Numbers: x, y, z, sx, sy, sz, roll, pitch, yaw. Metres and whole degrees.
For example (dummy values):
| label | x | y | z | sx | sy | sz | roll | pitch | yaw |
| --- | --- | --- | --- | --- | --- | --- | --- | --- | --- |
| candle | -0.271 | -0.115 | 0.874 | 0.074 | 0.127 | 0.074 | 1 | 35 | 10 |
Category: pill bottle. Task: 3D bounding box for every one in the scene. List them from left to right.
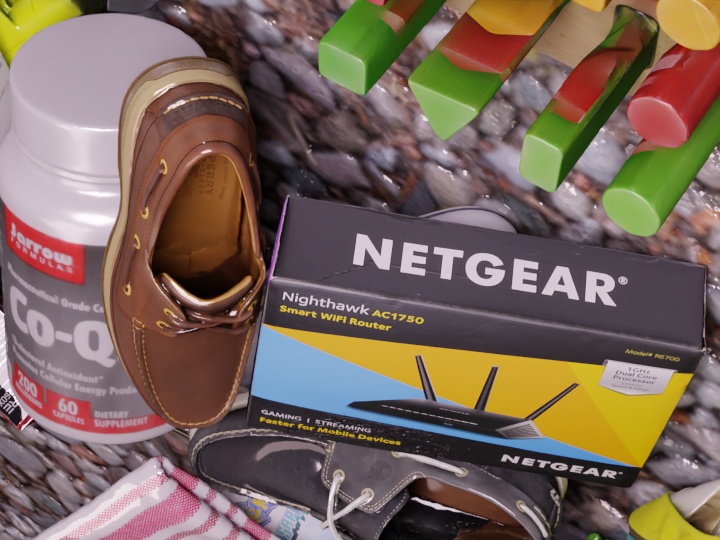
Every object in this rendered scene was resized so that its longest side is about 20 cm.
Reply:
| label | x | y | z | sx | sy | sz | roll | pitch | yaw |
| --- | --- | --- | --- | --- | --- | --- | --- | --- | --- |
| pill bottle | -0.125 | -0.020 | 1.048 | 0.114 | 0.114 | 0.200 | 25 | 135 | 22 |

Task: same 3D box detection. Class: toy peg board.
| label | x | y | z | sx | sy | sz | roll | pitch | yaw |
| --- | --- | --- | --- | --- | --- | --- | --- | --- | --- |
| toy peg board | 0.075 | -0.120 | 0.777 | 0.200 | 0.098 | 0.199 | 28 | 150 | 17 |

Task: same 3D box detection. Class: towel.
| label | x | y | z | sx | sy | sz | roll | pitch | yaw |
| --- | --- | --- | --- | --- | --- | --- | --- | --- | --- |
| towel | -0.090 | 0.193 | 1.136 | 0.146 | 0.030 | 0.200 | -38 | 118 | 25 |

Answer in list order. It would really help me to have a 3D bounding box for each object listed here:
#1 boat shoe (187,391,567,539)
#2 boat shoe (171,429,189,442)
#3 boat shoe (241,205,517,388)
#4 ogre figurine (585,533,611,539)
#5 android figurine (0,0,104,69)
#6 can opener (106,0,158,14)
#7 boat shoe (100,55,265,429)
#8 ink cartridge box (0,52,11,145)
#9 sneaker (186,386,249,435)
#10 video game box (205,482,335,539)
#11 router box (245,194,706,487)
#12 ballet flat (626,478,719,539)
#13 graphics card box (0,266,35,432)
| label | x | y | z | sx | sy | sz | roll | pitch | yaw |
| --- | --- | --- | --- | --- | --- | --- | --- | --- | --- |
| boat shoe | 0.004 | 0.109 | 1.073 | 0.200 | 0.068 | 0.072 | 11 | 129 | 7 |
| boat shoe | -0.095 | 0.072 | 1.267 | 0.200 | 0.076 | 0.074 | 43 | 178 | 11 |
| boat shoe | 0.000 | 0.000 | 1.059 | 0.200 | 0.065 | 0.074 | -24 | 138 | 38 |
| ogre figurine | 0.140 | 0.199 | 1.093 | 0.120 | 0.200 | 0.098 | 10 | 130 | -33 |
| android figurine | -0.192 | -0.084 | 1.110 | 0.200 | 0.041 | 0.182 | -30 | 118 | 34 |
| can opener | -0.106 | -0.188 | 0.946 | 0.066 | 0.053 | 0.200 | 5 | 155 | -12 |
| boat shoe | -0.079 | 0.001 | 0.959 | 0.068 | 0.072 | 0.200 | -114 | 23 | -48 |
| ink cartridge box | -0.271 | -0.121 | 1.010 | 0.147 | 0.086 | 0.200 | -6 | 129 | 22 |
| sneaker | -0.079 | 0.020 | 1.194 | 0.200 | 0.093 | 0.070 | 64 | -175 | 1 |
| video game box | -0.013 | 0.174 | 1.182 | 0.182 | 0.047 | 0.200 | 22 | 115 | -12 |
| router box | 0.051 | 0.038 | 0.997 | 0.200 | 0.051 | 0.149 | 9 | 148 | -2 |
| ballet flat | 0.181 | 0.140 | 1.042 | 0.067 | 0.067 | 0.200 | 31 | -174 | -4 |
| graphics card box | -0.248 | 0.006 | 1.232 | 0.200 | 0.051 | 0.125 | 43 | -179 | 0 |
